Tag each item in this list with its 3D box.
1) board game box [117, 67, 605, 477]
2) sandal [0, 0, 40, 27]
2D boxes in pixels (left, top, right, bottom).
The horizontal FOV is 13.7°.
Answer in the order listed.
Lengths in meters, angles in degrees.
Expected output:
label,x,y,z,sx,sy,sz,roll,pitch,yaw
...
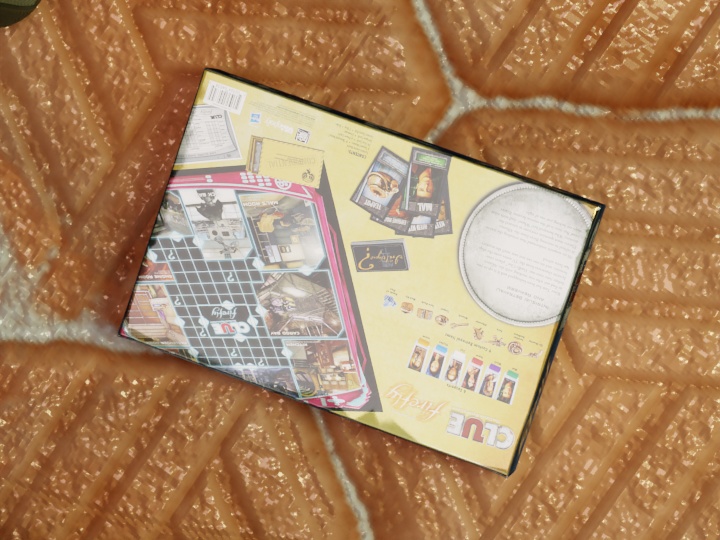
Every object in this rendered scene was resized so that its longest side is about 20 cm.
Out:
label,x,y,z,sx,sy,sz,roll,pitch,yaw
board game box,0.000,0.000,1.414,0.199,0.035,0.136,20,95,8
sandal,-0.236,-0.182,1.412,0.199,0.055,0.082,23,136,-21
